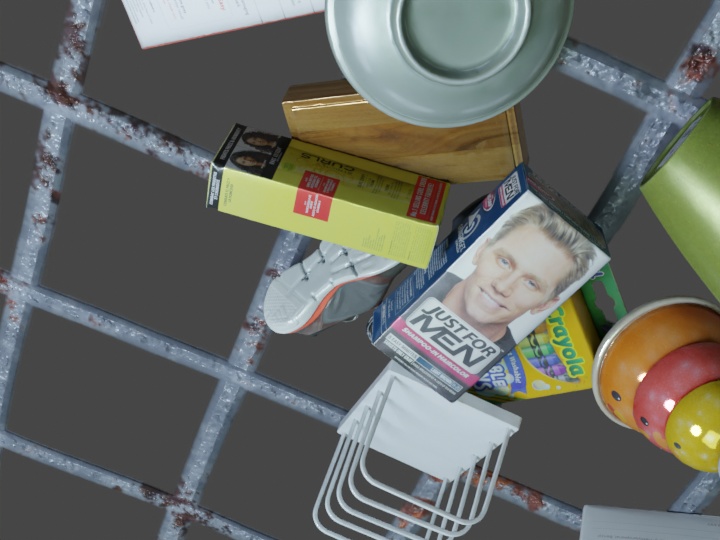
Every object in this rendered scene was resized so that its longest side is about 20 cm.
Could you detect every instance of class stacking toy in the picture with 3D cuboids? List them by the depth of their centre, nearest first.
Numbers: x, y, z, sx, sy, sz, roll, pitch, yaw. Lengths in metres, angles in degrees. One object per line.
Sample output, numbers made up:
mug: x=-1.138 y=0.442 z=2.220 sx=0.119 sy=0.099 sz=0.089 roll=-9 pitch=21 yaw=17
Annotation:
stacking toy: x=0.301 y=0.124 z=0.987 sx=0.146 sy=0.200 sz=0.146 roll=-5 pitch=118 yaw=-10

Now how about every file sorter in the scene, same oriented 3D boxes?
file sorter: x=0.048 y=0.202 z=1.135 sx=0.139 sy=0.125 sz=0.200 roll=24 pitch=150 yaw=-5

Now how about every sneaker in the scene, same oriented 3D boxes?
sneaker: x=0.000 y=0.000 z=1.086 sx=0.200 sy=0.077 sz=0.082 roll=-32 pitch=145 yaw=25

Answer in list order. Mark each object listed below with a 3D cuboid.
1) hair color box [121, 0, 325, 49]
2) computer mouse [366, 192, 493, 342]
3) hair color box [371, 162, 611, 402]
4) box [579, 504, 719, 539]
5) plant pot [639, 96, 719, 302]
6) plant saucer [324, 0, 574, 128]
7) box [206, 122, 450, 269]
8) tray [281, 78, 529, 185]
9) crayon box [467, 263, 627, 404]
hair color box: x=-0.099 y=-0.252 z=0.914 sx=0.200 sy=0.061 sz=0.102 roll=-6 pitch=123 yaw=20
computer mouse: x=0.079 y=0.002 z=1.036 sx=0.059 sy=0.034 sz=0.200 roll=43 pitch=106 yaw=-3
hair color box: x=0.110 y=0.014 z=0.993 sx=0.100 sy=0.061 sz=0.200 roll=37 pitch=114 yaw=-16
box: x=0.332 y=0.375 z=1.226 sx=0.200 sy=0.131 sz=0.199 roll=3 pitch=126 yaw=12
plant pot: x=0.331 y=-0.042 z=0.903 sx=0.200 sy=0.187 sz=0.187 roll=38 pitch=127 yaw=4
plant saucer: x=0.074 y=-0.199 z=0.869 sx=0.200 sy=0.050 sz=0.200 roll=-4 pitch=116 yaw=-9
box: x=-0.027 y=-0.065 z=0.982 sx=0.200 sy=0.075 sz=0.050 roll=17 pitch=128 yaw=3
tray: x=0.040 y=-0.121 z=0.992 sx=0.200 sy=0.037 sz=0.099 roll=-4 pitch=125 yaw=17
crayon box: x=0.153 y=0.061 z=1.089 sx=0.200 sy=0.052 sz=0.126 roll=-14 pitch=122 yaw=23
